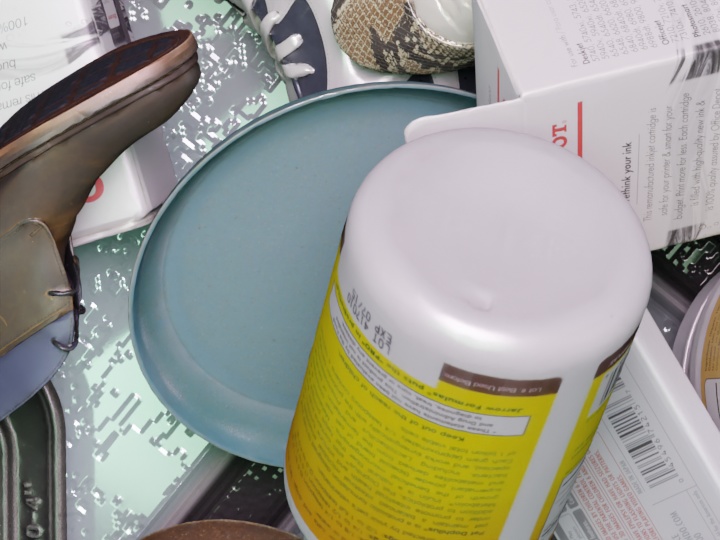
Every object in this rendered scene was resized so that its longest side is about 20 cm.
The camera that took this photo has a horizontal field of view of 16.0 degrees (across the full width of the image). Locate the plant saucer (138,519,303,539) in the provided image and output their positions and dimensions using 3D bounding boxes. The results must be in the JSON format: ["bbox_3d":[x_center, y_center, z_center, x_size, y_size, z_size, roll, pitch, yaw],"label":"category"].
[{"bbox_3d":[-0.054,0.209,1.107,0.200,0.037,0.201,6,106,23],"label":"plant saucer"}]

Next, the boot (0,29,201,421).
[{"bbox_3d":[-0.126,-0.012,1.032,0.200,0.075,0.097,-33,105,15],"label":"boot"}]

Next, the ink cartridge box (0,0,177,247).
[{"bbox_3d":[-0.177,-0.099,1.096,0.145,0.083,0.200,-16,95,7],"label":"ink cartridge box"}]

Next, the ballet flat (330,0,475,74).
[{"bbox_3d":[0.084,-0.125,1.005,0.200,0.075,0.068,-13,92,3],"label":"ballet flat"}]

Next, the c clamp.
[{"bbox_3d":[-0.208,0.103,1.147,0.171,0.027,0.200,-5,93,13],"label":"c clamp"}]

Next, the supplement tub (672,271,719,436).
[{"bbox_3d":[0.216,0.043,0.998,0.145,0.200,0.145,1,86,-16],"label":"supplement tub"}]

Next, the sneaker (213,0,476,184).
[{"bbox_3d":[-0.029,-0.094,1.083,0.199,0.079,0.130,14,89,-6],"label":"sneaker"}]

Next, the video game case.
[{"bbox_3d":[0.089,0.129,1.043,0.182,0.023,0.200,-30,92,35],"label":"video game case"}]

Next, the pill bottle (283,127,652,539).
[{"bbox_3d":[0.033,0.049,0.948,0.109,0.109,0.200,19,138,3],"label":"pill bottle"}]

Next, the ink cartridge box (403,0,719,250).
[{"bbox_3d":[0.107,-0.066,0.978,0.200,0.116,0.068,-14,53,-6],"label":"ink cartridge box"}]

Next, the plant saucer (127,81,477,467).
[{"bbox_3d":[0.000,0.000,1.073,0.200,0.027,0.200,-8,129,-10],"label":"plant saucer"}]
